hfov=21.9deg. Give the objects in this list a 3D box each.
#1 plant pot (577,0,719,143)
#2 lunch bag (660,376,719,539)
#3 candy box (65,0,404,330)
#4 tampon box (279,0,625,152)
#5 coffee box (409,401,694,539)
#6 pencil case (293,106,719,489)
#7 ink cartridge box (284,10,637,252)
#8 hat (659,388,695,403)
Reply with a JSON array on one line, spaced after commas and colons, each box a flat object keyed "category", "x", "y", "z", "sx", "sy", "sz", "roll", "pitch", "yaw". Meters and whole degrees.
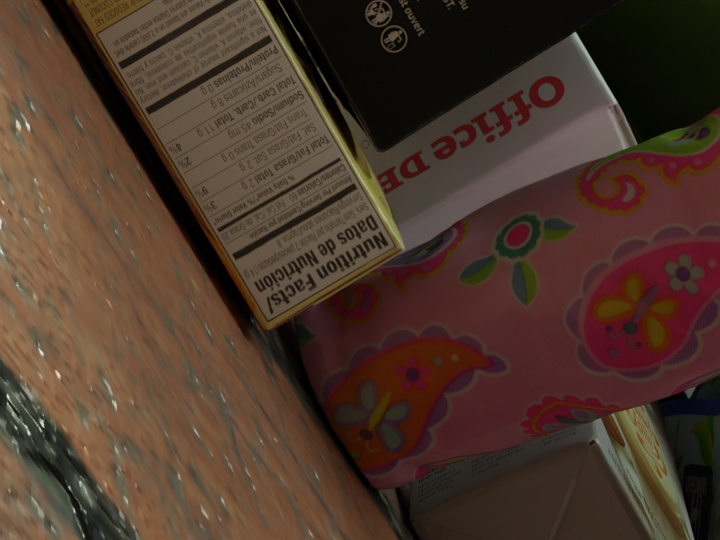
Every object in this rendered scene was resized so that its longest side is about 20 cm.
[{"category": "plant pot", "x": 0.132, "y": -0.060, "z": 0.966, "sx": 0.201, "sy": 0.199, "sz": 0.190, "roll": 60, "pitch": -15, "yaw": 1}, {"category": "lunch bag", "x": 0.211, "y": 0.095, "z": 0.870, "sx": 0.127, "sy": 0.201, "sz": 0.170, "roll": 37, "pitch": -9, "yaw": -5}, {"category": "candy box", "x": -0.060, "y": -0.089, "z": 0.602, "sx": 0.201, "sy": 0.055, "sz": 0.115, "roll": 59, "pitch": 4, "yaw": -12}, {"category": "tampon box", "x": 0.051, "y": -0.154, "z": 0.618, "sx": 0.127, "sy": 0.199, "sz": 0.150, "roll": 59, "pitch": 1, "yaw": -14}, {"category": "coffee box", "x": 0.079, "y": 0.077, "z": 0.773, "sx": 0.115, "sy": 0.079, "sz": 0.200, "roll": 59, "pitch": 14, "yaw": -22}, {"category": "pencil case", "x": 0.077, "y": 0.005, "z": 0.625, "sx": 0.088, "sy": 0.199, "sz": 0.088, "roll": 50, "pitch": 27, "yaw": -36}, {"category": "ink cartridge box", "x": 0.005, "y": -0.094, "z": 0.759, "sx": 0.201, "sy": 0.144, "sz": 0.084, "roll": 62, "pitch": 7, "yaw": 23}, {"category": "hat", "x": 0.163, "y": 0.105, "z": 1.056, "sx": 0.200, "sy": 0.080, "sz": 0.202, "roll": 33, "pitch": -49, "yaw": 49}]
